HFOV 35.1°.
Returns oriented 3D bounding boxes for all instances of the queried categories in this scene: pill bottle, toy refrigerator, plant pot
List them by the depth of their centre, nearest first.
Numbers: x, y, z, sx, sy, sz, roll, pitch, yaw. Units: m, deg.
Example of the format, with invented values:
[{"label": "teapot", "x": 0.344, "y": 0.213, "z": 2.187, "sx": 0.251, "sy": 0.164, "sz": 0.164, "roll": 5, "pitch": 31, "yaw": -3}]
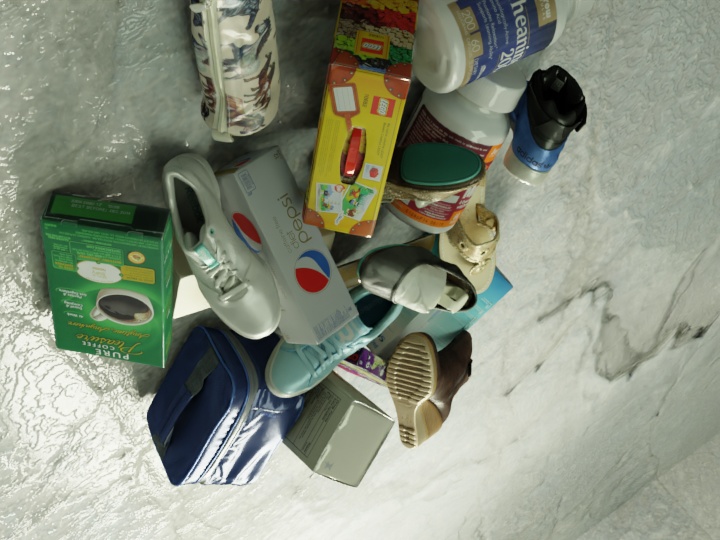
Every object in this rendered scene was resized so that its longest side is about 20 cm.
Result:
[{"label": "pill bottle", "x": 0.145, "y": -0.272, "z": 1.192, "sx": 0.198, "sy": 0.111, "sz": 0.112, "roll": -27, "pitch": 148, "yaw": -20}, {"label": "toy refrigerator", "x": -0.133, "y": -0.018, "z": 1.255, "sx": 0.198, "sy": 0.076, "sz": 0.071, "roll": -18, "pitch": 144, "yaw": -34}, {"label": "pill bottle", "x": 0.104, "y": -0.151, "z": 1.307, "sx": 0.109, "sy": 0.110, "sz": 0.201, "roll": -6, "pitch": 136, "yaw": -43}, {"label": "plant pot", "x": 0.000, "y": 0.000, "z": 1.360, "sx": 0.197, "sy": 0.028, "sz": 0.200, "roll": -20, "pitch": -178, "yaw": 1}]

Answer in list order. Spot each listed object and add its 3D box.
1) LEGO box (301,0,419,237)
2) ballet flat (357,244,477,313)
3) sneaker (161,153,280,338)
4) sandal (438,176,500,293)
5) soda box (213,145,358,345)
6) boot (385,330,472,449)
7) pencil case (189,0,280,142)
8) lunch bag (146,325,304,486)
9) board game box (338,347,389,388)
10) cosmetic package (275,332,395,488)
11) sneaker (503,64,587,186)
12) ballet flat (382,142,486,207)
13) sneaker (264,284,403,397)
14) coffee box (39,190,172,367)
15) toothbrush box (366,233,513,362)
[{"label": "LEGO box", "x": -0.001, "y": -0.161, "z": 1.129, "sx": 0.076, "sy": 0.150, "sz": 0.202, "roll": 10, "pitch": 136, "yaw": -3}, {"label": "ballet flat", "x": 0.075, "y": 0.014, "z": 1.278, "sx": 0.199, "sy": 0.068, "sz": 0.069, "roll": 8, "pitch": 118, "yaw": -55}, {"label": "sneaker", "x": -0.145, "y": -0.015, "z": 1.123, "sx": 0.074, "sy": 0.202, "sz": 0.089, "roll": -27, "pitch": -170, "yaw": 6}, {"label": "sandal", "x": 0.140, "y": -0.054, "z": 1.427, "sx": 0.076, "sy": 0.070, "sz": 0.215, "roll": -9, "pitch": 114, "yaw": -9}, {"label": "soda box", "x": -0.081, "y": -0.024, "z": 1.189, "sx": 0.063, "sy": 0.068, "sz": 0.202, "roll": -34, "pitch": 107, "yaw": -30}, {"label": "boot", "x": 0.102, "y": 0.126, "z": 1.545, "sx": 0.166, "sy": 0.071, "sz": 0.202, "roll": -47, "pitch": 148, "yaw": -43}, {"label": "pencil case", "x": -0.116, "y": -0.208, "z": 1.018, "sx": 0.090, "sy": 0.077, "sz": 0.201, "roll": -52, "pitch": 158, "yaw": -31}, {"label": "lunch bag", "x": -0.178, "y": 0.170, "z": 1.387, "sx": 0.131, "sy": 0.136, "sz": 0.201, "roll": 11, "pitch": 122, "yaw": -40}, {"label": "board game box", "x": -0.007, "y": 0.121, "z": 1.537, "sx": 0.033, "sy": 0.119, "sz": 0.200, "roll": -62, "pitch": 149, "yaw": -6}, {"label": "cosmetic package", "x": -0.061, "y": 0.172, "z": 1.431, "sx": 0.087, "sy": 0.199, "sz": 0.104, "roll": 30, "pitch": 94, "yaw": -42}, {"label": "sneaker", "x": 0.216, "y": -0.193, "z": 1.319, "sx": 0.112, "sy": 0.076, "sz": 0.201, "roll": -60, "pitch": -173, "yaw": 35}, {"label": "ballet flat", "x": 0.045, "y": -0.103, "z": 1.260, "sx": 0.066, "sy": 0.197, "sz": 0.071, "roll": 72, "pitch": 30, "yaw": -51}, {"label": "sneaker", "x": -0.028, "y": 0.069, "z": 1.318, "sx": 0.200, "sy": 0.074, "sz": 0.082, "roll": -42, "pitch": -179, "yaw": -15}, {"label": "coffee box", "x": -0.250, "y": 0.013, "z": 1.140, "sx": 0.121, "sy": 0.044, "sz": 0.202, "roll": 8, "pitch": 137, "yaw": 0}, {"label": "toothbrush box", "x": 0.096, "y": 0.042, "z": 1.575, "sx": 0.200, "sy": 0.085, "sz": 0.146, "roll": -45, "pitch": 150, "yaw": 7}]
